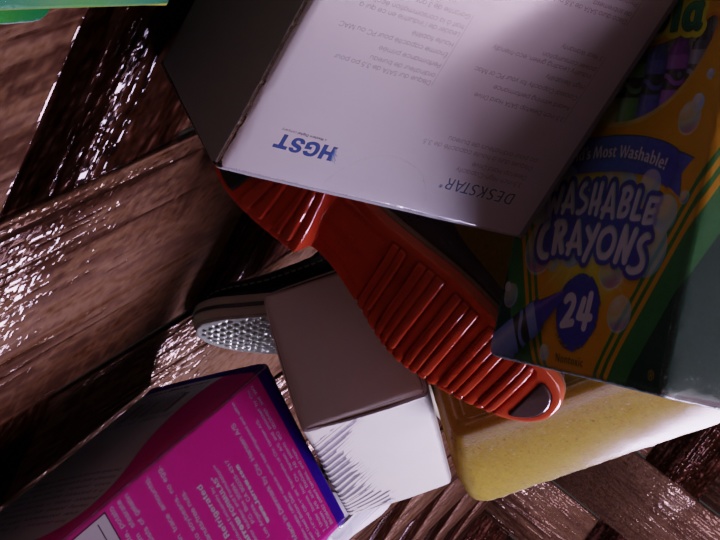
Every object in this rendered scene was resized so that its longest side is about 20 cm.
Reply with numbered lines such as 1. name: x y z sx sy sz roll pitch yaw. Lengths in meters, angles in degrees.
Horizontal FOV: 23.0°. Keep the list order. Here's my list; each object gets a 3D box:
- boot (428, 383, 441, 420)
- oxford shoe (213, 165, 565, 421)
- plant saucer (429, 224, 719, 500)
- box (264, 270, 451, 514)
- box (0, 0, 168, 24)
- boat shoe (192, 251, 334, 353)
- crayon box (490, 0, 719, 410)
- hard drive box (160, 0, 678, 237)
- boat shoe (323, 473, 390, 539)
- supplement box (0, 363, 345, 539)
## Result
1. boot: 0.047 0.014 1.076 0.075 0.107 0.200 -21 135 2
2. oxford shoe: 0.027 -0.015 0.817 0.073 0.200 0.071 -44 178 -40
3. plant saucer: 0.092 -0.007 0.846 0.200 0.200 0.048 -24 167 33
4. box: 0.003 0.069 0.965 0.068 0.082 0.200 -18 158 0
5. box: -0.062 -0.144 0.488 0.200 0.048 0.117 -55 167 21
6. boat shoe: 0.000 0.000 0.988 0.200 0.062 0.075 -14 161 -15
7. crayon box: 0.124 -0.051 0.723 0.126 0.052 0.200 10 -93 63
8. hard drive box: 0.040 -0.123 0.678 0.156 0.077 0.200 12 122 -35
9. boat shoe: -0.030 0.219 1.603 0.200 0.072 0.069 -31 135 -43
10. supplement box: -0.117 0.145 0.899 0.101 0.103 0.200 -15 -163 44
